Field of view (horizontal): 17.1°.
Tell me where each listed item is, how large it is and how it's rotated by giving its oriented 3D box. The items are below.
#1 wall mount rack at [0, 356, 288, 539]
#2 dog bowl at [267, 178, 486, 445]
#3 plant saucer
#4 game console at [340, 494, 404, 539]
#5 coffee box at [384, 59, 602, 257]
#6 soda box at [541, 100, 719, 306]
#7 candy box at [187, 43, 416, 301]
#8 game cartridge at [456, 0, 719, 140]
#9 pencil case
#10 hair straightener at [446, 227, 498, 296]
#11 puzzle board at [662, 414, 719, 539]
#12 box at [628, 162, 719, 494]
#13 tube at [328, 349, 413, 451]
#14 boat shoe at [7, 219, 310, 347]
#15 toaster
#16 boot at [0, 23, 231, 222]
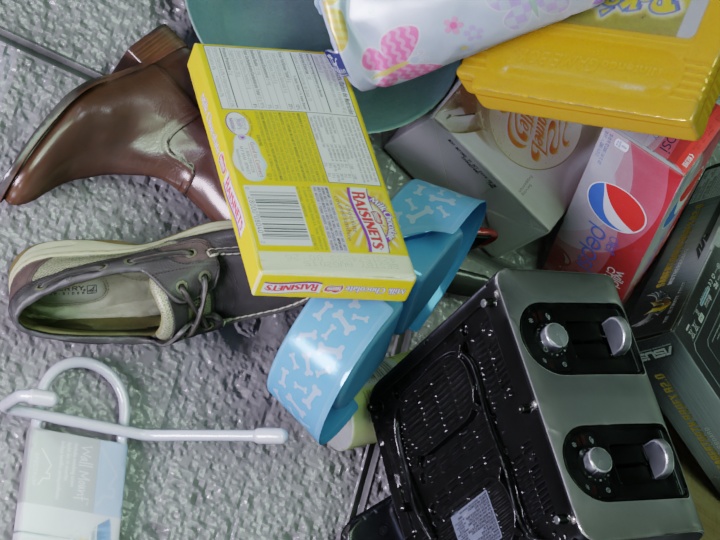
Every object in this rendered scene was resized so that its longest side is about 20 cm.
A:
[{"bbox_3d":[-0.140,0.149,1.460,0.173,0.075,0.201,12,72,-24],"label":"wall mount rack"},{"bbox_3d":[0.009,0.020,1.510,0.050,0.112,0.200,31,54,9],"label":"dog bowl"},{"bbox_3d":[-0.029,-0.170,1.611,0.200,0.039,0.202,10,60,-18],"label":"plant saucer"},{"bbox_3d":[0.117,0.200,1.551,0.200,0.116,0.176,-27,99,-31],"label":"game console"},{"bbox_3d":[0.126,-0.122,1.668,0.114,0.080,0.200,45,61,-9],"label":"coffee box"},{"bbox_3d":[0.182,-0.049,1.605,0.063,0.200,0.070,33,61,10],"label":"soda box"},{"bbox_3d":[-0.039,-0.063,1.479,0.102,0.026,0.200,4,46,-24],"label":"candy box"},{"bbox_3d":[0.173,-0.182,1.544,0.200,0.176,0.032,-63,145,-23],"label":"game cartridge"},{"bbox_3d":[0.070,-0.186,1.520,0.083,0.199,0.091,-91,159,-57],"label":"pencil case"},{"bbox_3d":[0.000,0.000,1.592,0.199,0.041,0.077,8,73,-25],"label":"hair straightener"},{"bbox_3d":[0.227,0.159,1.634,0.200,0.017,0.151,37,25,-13],"label":"puzzle board"},{"bbox_3d":[0.267,0.040,1.667,0.159,0.048,0.200,54,44,-23],"label":"box"},{"bbox_3d":[0.064,0.074,1.601,0.200,0.052,0.058,-15,100,-30],"label":"tube"},{"bbox_3d":[-0.118,0.016,1.469,0.200,0.072,0.066,-3,33,1],"label":"boat shoe"},{"bbox_3d":[0.101,0.120,1.474,0.118,0.200,0.181,-1,62,-33],"label":"toaster"},{"bbox_3d":[-0.106,-0.042,1.518,0.200,0.064,0.186,44,58,2],"label":"boot"}]
